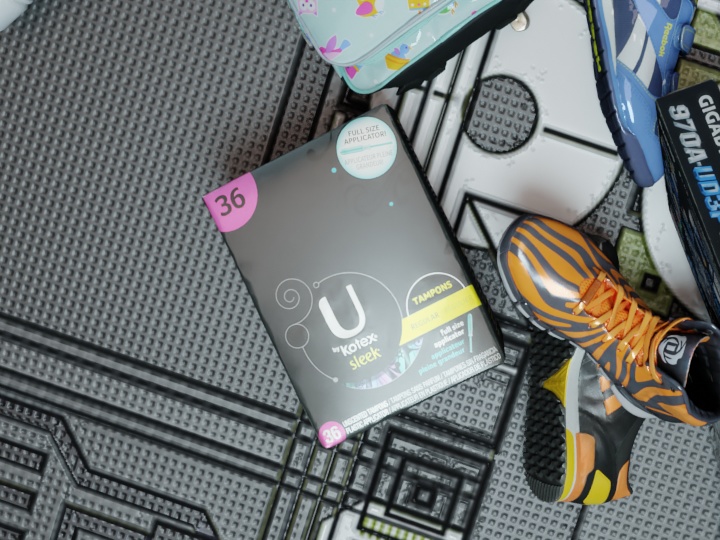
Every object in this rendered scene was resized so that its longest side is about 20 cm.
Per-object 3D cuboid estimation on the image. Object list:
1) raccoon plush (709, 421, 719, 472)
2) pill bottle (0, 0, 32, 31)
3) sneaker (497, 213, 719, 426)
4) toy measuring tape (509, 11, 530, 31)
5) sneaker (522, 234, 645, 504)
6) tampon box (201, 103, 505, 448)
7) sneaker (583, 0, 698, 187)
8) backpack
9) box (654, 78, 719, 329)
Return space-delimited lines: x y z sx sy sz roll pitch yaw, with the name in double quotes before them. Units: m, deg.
"raccoon plush" 0.338 0.141 1.080 0.132 0.097 0.202 -6 125 -8
"pill bottle" -0.228 -0.280 1.056 0.200 0.113 0.114 -42 91 7
"sneaker" 0.187 0.033 0.987 0.200 0.112 0.078 41 77 -19
"toy measuring tape" 0.153 -0.275 1.052 0.073 0.074 0.203 6 104 4
"sneaker" 0.181 0.077 1.086 0.089 0.070 0.203 10 87 -26
"tampon box" 0.000 0.000 1.054 0.149 0.126 0.202 -27 92 6
"sneaker" 0.212 -0.163 1.051 0.081 0.074 0.203 -8 96 1
"backpack" 0.014 -0.246 1.018 0.175 0.153 0.201 -33 82 24
"box" 0.256 -0.005 0.977 0.046 0.159 0.202 -18 60 7
